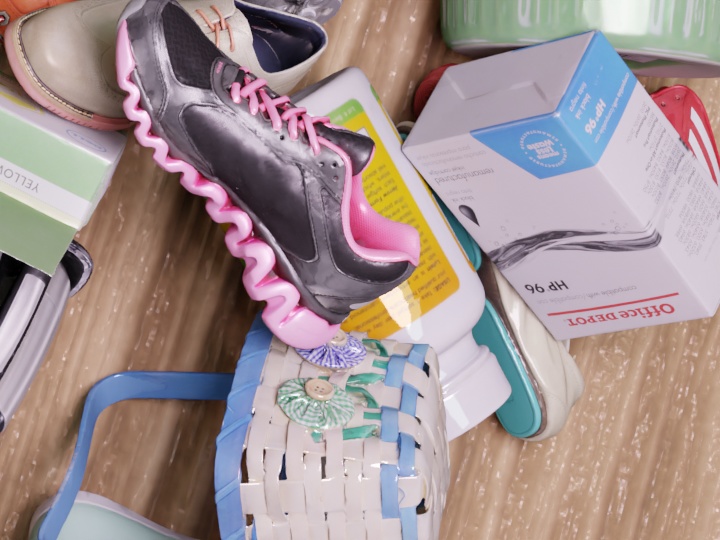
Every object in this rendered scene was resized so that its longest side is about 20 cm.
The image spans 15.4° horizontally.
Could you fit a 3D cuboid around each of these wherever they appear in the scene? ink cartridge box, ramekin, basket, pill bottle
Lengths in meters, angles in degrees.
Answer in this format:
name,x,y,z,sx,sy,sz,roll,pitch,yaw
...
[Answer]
name,x,y,z,sx,sy,sz,roll,pitch,yaw
ink cartridge box,0.130,-0.029,1.462,0.200,0.116,0.068,49,52,-28
ramekin,0.137,-0.166,1.500,0.199,0.200,0.099,5,90,-22
ink cartridge box,-0.193,-0.065,1.297,0.145,0.200,0.048,26,98,-5
basket,-0.056,0.101,1.374,0.198,0.177,0.140,-5,120,8
pill bottle,0.000,0.000,1.466,0.111,0.111,0.201,-32,97,-22

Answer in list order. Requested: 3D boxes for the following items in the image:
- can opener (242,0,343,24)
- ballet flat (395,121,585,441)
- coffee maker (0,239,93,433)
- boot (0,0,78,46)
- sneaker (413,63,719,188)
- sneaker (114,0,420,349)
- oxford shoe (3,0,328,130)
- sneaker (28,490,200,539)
name,x,y,z,sx,sy,sz,roll,pitch,yaw
can opener,-0.079,-0.170,1.448,0.199,0.053,0.067,11,48,-52
ballet flat,0.077,-0.001,1.528,0.069,0.069,0.201,-26,100,-23
coffee maker,-0.255,0.050,1.335,0.191,0.135,0.201,20,62,-2
boot,-0.178,-0.135,1.433,0.106,0.075,0.202,-2,79,-17
sneaker,0.128,-0.078,1.564,0.200,0.078,0.116,38,55,-15
sneaker,-0.041,-0.060,1.303,0.200,0.095,0.079,55,29,-20
oxford shoe,-0.098,-0.118,1.369,0.199,0.074,0.071,-7,72,-52
sneaker,-0.083,0.194,1.400,0.199,0.118,0.074,19,116,-14
